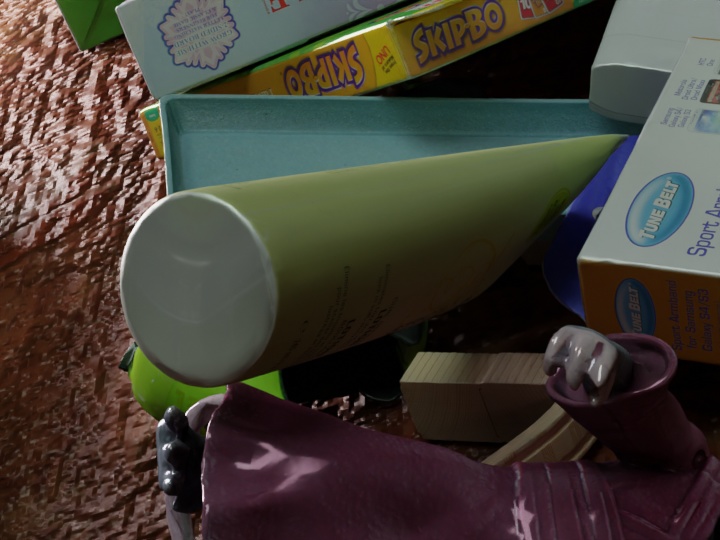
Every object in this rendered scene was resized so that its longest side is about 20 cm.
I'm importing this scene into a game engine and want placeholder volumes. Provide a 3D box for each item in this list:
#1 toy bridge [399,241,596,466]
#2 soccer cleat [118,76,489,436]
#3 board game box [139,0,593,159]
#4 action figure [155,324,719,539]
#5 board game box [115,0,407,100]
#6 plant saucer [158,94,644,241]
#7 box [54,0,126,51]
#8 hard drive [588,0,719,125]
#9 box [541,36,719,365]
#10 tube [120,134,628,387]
[{"bbox_3d":[0.046,0.040,0.745,0.067,0.027,0.200,0,38,32],"label":"toy bridge"},{"bbox_3d":[0.000,0.000,0.813,0.081,0.068,0.200,30,47,19],"label":"soccer cleat"},{"bbox_3d":[0.004,-0.082,0.878,0.095,0.030,0.200,-26,5,-33],"label":"board game box"},{"bbox_3d":[0.047,0.087,0.628,0.198,0.135,0.149,-3,-6,-7],"label":"action figure"},{"bbox_3d":[0.008,-0.132,0.947,0.198,0.041,0.200,-21,9,5],"label":"board game box"},{"bbox_3d":[0.033,-0.033,0.786,0.198,0.019,0.070,1,37,-9],"label":"plant saucer"},{"bbox_3d":[-0.076,-0.220,1.149,0.199,0.097,0.177,-24,31,0],"label":"box"},{"bbox_3d":[0.168,-0.112,0.858,0.131,0.027,0.200,10,41,13],"label":"hard drive"},{"bbox_3d":[0.157,-0.017,0.711,0.199,0.042,0.119,9,43,22],"label":"box"},{"bbox_3d":[0.011,-0.007,0.672,0.058,0.052,0.200,1,7,31],"label":"tube"}]
